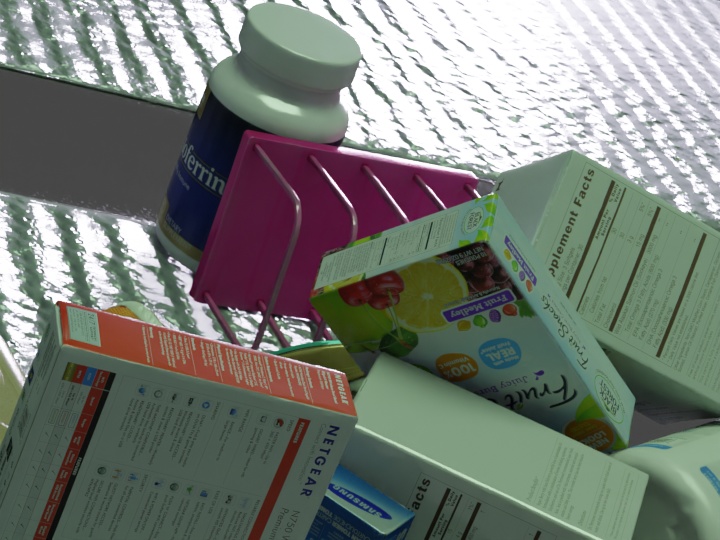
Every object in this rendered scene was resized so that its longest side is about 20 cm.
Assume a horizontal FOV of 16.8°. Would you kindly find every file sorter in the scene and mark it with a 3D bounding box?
[{"bbox_3d":[0.000,0.000,1.822,0.199,0.140,0.126,9,24,-28],"label":"file sorter"}]

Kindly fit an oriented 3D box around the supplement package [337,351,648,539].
[{"bbox_3d":[0.069,0.163,1.593,0.199,0.120,0.121,25,24,4],"label":"supplement package"}]

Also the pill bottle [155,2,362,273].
[{"bbox_3d":[-0.076,-0.097,1.885,0.115,0.201,0.116,19,25,-9],"label":"pill bottle"}]

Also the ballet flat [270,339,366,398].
[{"bbox_3d":[0.021,0.078,1.742,0.198,0.069,0.063,-8,69,-21],"label":"ballet flat"}]

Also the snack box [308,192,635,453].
[{"bbox_3d":[0.077,0.054,1.648,0.200,0.141,0.053,54,34,-30],"label":"snack box"}]

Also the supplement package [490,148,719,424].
[{"bbox_3d":[0.184,0.015,1.742,0.199,0.118,0.117,28,-15,-17],"label":"supplement package"}]

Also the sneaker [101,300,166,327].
[{"bbox_3d":[-0.125,0.099,1.639,0.199,0.073,0.077,34,49,31],"label":"sneaker"}]

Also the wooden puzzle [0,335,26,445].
[{"bbox_3d":[-0.279,0.096,1.523,0.199,0.047,0.185,10,28,-37],"label":"wooden puzzle"}]

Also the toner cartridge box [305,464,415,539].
[{"bbox_3d":[-0.071,0.144,1.543,0.199,0.096,0.043,32,27,18],"label":"toner cartridge box"}]

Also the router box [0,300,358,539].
[{"bbox_3d":[-0.120,0.132,1.400,0.178,0.201,0.049,15,26,-19],"label":"router box"}]

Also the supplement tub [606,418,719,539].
[{"bbox_3d":[0.247,0.174,1.713,0.132,0.133,0.199,39,29,30],"label":"supplement tub"}]

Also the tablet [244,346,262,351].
[{"bbox_3d":[-0.012,0.120,1.737,0.199,0.014,0.130,27,25,6],"label":"tablet"}]
